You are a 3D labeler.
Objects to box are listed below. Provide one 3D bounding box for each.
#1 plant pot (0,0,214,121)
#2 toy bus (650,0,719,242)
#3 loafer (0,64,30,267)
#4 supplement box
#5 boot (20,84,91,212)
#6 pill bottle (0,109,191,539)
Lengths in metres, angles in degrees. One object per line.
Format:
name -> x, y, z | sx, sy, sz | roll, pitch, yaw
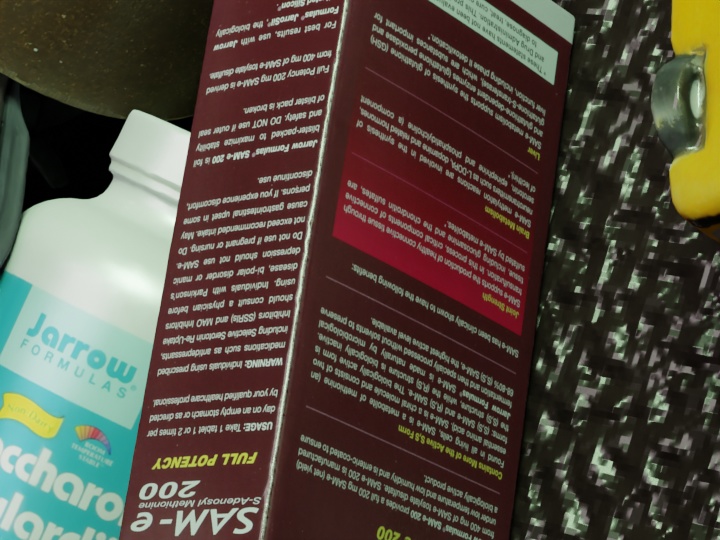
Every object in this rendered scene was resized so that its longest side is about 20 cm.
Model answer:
plant pot -> -0.050, -0.182, 0.800 | 0.200, 0.186, 0.188 | -43, 47, 32
toy bus -> 0.128, -0.102, 0.696 | 0.065, 0.078, 0.202 | -14, 62, 37
loafer -> -0.144, -0.077, 0.815 | 0.072, 0.063, 0.201 | -28, 43, 20
supplement box -> 0.000, 0.000, 0.748 | 0.061, 0.109, 0.202 | -7, 66, 39
boot -> -0.155, -0.020, 0.926 | 0.198, 0.073, 0.163 | -35, 34, 53
pill bottle -> -0.083, 0.055, 0.799 | 0.110, 0.110, 0.201 | 23, 88, 46
